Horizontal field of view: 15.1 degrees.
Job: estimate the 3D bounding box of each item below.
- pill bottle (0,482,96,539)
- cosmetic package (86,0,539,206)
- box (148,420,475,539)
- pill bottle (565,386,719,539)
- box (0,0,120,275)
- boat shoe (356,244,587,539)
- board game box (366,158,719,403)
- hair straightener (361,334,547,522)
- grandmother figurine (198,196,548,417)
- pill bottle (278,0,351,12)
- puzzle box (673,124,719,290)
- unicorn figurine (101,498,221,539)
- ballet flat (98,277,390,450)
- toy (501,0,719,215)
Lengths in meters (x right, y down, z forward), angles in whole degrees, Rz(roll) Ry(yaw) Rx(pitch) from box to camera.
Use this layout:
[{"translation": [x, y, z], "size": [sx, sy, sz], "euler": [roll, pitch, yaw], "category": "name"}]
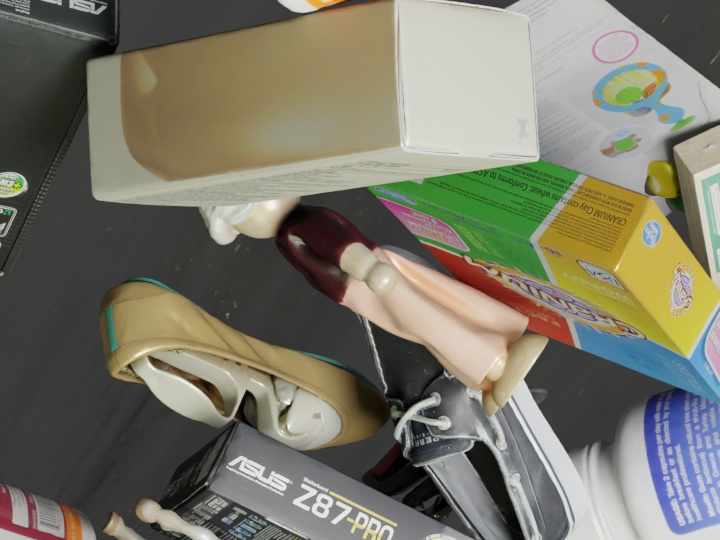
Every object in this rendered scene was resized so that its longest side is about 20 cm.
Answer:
[{"translation": [-0.267, 0.166, 1.623], "size": [0.200, 0.110, 0.110], "euler": [22, 136, -24], "category": "pill bottle"}, {"translation": [-0.025, -0.076, 1.280], "size": [0.200, 0.071, 0.105], "euler": [-7, 174, 39], "category": "cosmetic package"}, {"translation": [-0.029, 0.154, 1.566], "size": [0.161, 0.049, 0.200], "euler": [29, 163, -5], "category": "box"}, {"translation": [0.215, 0.114, 1.568], "size": [0.200, 0.112, 0.112], "euler": [-19, 137, 22], "category": "pill bottle"}, {"translation": [-0.243, -0.089, 1.363], "size": [0.200, 0.048, 0.193], "euler": [14, 140, -19], "category": "box"}, {"translation": [0.049, 0.080, 1.498], "size": [0.072, 0.068, 0.200], "euler": [-17, 111, 44], "category": "boat shoe"}, {"translation": [0.104, -0.005, 1.377], "size": [0.153, 0.040, 0.200], "euler": [21, 168, 30], "category": "board game box"}, {"translation": [0.045, 0.119, 1.595], "size": [0.041, 0.077, 0.200], "euler": [1, 146, -41], "category": "hair straightener"}, {"translation": [0.000, 0.000, 1.417], "size": [0.200, 0.061, 0.121], "euler": [35, 160, 1], "category": "grandmother figurine"}, {"translation": [0.048, -0.191, 1.191], "size": [0.200, 0.114, 0.114], "euler": [-13, 139, 16], "category": "pill bottle"}, {"translation": [0.240, -0.021, 1.436], "size": [0.133, 0.025, 0.200], "euler": [-24, 139, -5], "category": "puzzle box"}, {"translation": [-0.084, 0.188, 1.566], "size": [0.137, 0.200, 0.074], "euler": [30, 91, -10], "category": "unicorn figurine"}, {"translation": [-0.067, 0.071, 1.547], "size": [0.200, 0.063, 0.069], "euler": [26, 134, -29], "category": "ballet flat"}, {"translation": [0.114, -0.089, 1.370], "size": [0.115, 0.047, 0.200], "euler": [-31, 137, 27], "category": "toy"}]
